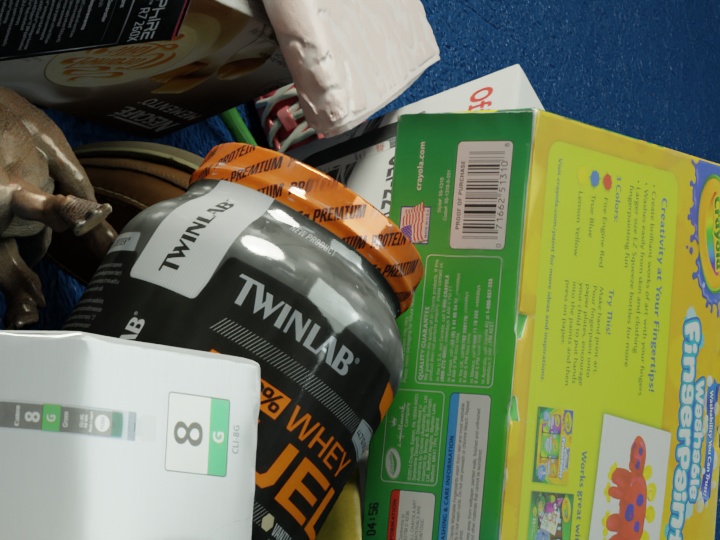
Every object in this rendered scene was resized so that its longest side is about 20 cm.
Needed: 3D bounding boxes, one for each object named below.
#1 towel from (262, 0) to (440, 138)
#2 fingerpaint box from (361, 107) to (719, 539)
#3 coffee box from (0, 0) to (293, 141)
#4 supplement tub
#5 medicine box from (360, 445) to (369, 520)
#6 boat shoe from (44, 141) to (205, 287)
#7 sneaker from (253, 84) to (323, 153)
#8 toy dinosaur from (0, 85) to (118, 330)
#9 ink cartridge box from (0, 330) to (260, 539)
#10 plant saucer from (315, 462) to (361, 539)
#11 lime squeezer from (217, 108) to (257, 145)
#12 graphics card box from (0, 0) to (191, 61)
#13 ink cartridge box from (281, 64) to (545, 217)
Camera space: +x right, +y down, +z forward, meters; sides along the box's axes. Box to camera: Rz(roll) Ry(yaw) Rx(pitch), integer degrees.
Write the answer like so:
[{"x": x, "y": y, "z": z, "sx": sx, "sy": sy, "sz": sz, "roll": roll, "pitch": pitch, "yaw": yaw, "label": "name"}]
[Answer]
[{"x": -0.026, "y": -0.172, "z": 1.197, "sx": 0.191, "sy": 0.032, "sz": 0.201, "roll": -45, "pitch": 114, "yaw": -72, "label": "towel"}, {"x": 0.080, "y": 0.045, "z": 1.044, "sx": 0.167, "sy": 0.073, "sz": 0.201, "roll": 10, "pitch": 84, "yaw": -52, "label": "fingerpaint box"}, {"x": -0.101, "y": -0.127, "z": 1.164, "sx": 0.200, "sy": 0.114, "sz": 0.080, "roll": 15, "pitch": 57, "yaw": -70, "label": "coffee box"}, {"x": -0.064, "y": 0.060, "z": 0.941, "sx": 0.200, "sy": 0.122, "sz": 0.123, "roll": -61, "pitch": 141, "yaw": -17, "label": "supplement tub"}, {"x": 0.048, "y": 0.110, "z": 1.275, "sx": 0.200, "sy": 0.102, "sz": 0.183, "roll": -75, "pitch": 169, "yaw": -59, "label": "medicine box"}, {"x": -0.065, "y": 0.004, "z": 1.063, "sx": 0.068, "sy": 0.199, "sz": 0.072, "roll": -48, "pitch": 149, "yaw": -46, "label": "boat shoe"}, {"x": -0.034, "y": -0.085, "z": 1.415, "sx": 0.087, "sy": 0.074, "sz": 0.201, "roll": 38, "pitch": 31, "yaw": -36, "label": "sneaker"}, {"x": -0.154, "y": -0.047, "z": 0.994, "sx": 0.136, "sy": 0.086, "sz": 0.200, "roll": 54, "pitch": 6, "yaw": 9, "label": "toy dinosaur"}, {"x": -0.123, "y": 0.096, "z": 0.791, "sx": 0.200, "sy": 0.050, "sz": 0.162, "roll": 11, "pitch": 78, "yaw": -42, "label": "ink cartridge box"}, {"x": -0.033, "y": 0.177, "z": 1.038, "sx": 0.200, "sy": 0.048, "sz": 0.201, "roll": -93, "pitch": -171, "yaw": -62, "label": "plant saucer"}, {"x": -0.090, "y": -0.131, "z": 1.319, "sx": 0.200, "sy": 0.038, "sz": 0.071, "roll": 63, "pitch": 20, "yaw": -22, "label": "lime squeezer"}, {"x": -0.166, "y": -0.126, "z": 0.850, "sx": 0.199, "sy": 0.051, "sz": 0.126, "roll": -11, "pitch": 59, "yaw": -28, "label": "graphics card box"}, {"x": 0.000, "y": 0.000, "z": 1.191, "sx": 0.084, "sy": 0.199, "sz": 0.144, "roll": 62, "pitch": 20, "yaw": -26, "label": "ink cartridge box"}]
